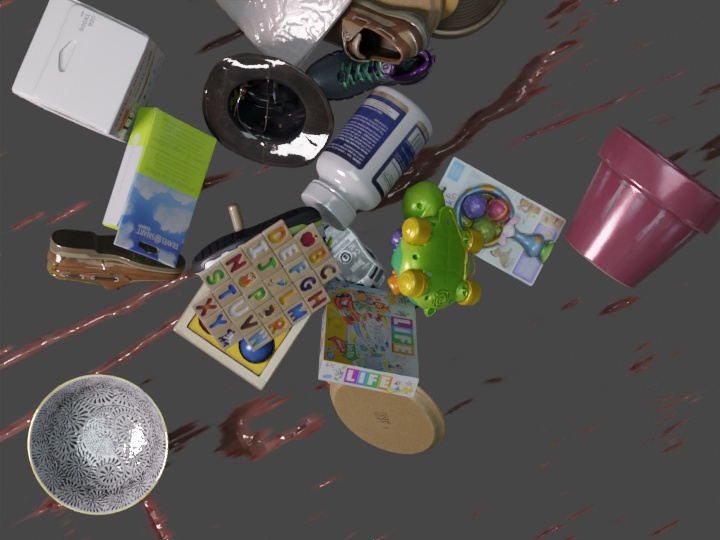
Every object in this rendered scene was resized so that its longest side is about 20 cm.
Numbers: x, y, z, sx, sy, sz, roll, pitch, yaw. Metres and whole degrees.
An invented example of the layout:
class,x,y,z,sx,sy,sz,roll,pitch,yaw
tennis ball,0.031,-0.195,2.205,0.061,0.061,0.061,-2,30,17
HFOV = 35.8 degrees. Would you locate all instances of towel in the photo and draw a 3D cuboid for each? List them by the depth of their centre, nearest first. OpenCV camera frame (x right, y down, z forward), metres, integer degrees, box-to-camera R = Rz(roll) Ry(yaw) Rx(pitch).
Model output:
class,x,y,z,sx,sy,sz,roll,pitch,yaw
towel,-0.116,-0.414,1.609,0.200,0.032,0.191,48,119,3

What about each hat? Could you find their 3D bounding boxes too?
class,x,y,z,sx,sy,sz,roll,pitch,yaw
hat,-0.127,-0.245,1.627,0.198,0.081,0.202,9,128,12

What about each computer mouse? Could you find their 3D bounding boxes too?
class,x,y,z,sx,sy,sz,roll,pitch,yaw
computer mouse,0.000,0.000,1.676,0.109,0.044,0.200,-40,100,3

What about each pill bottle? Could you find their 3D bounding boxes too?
class,x,y,z,sx,sy,sz,roll,pitch,yaw
pill bottle,0.006,-0.159,1.618,0.111,0.111,0.201,39,78,-4

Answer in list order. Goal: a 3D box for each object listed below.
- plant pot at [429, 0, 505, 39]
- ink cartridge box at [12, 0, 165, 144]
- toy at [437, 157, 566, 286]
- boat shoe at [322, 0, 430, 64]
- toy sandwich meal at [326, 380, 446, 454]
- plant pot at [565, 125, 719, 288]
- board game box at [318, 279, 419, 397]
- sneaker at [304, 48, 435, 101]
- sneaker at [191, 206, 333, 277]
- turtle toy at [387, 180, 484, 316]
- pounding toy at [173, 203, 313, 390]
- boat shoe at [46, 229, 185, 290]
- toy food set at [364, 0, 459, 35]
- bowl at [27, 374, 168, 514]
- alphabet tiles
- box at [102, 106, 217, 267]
class,x,y,z,sx,sy,sz,roll,pitch,yaw
plant pot,0.132,-0.450,1.641,0.198,0.093,0.204,0,92,-3
ink cartridge box,-0.373,-0.276,1.560,0.143,0.200,0.149,23,91,-4
toy,0.203,-0.074,1.682,0.199,0.047,0.116,29,90,-5
boat shoe,0.004,-0.339,1.599,0.072,0.199,0.076,-47,133,-30
toy sandwich meal,0.040,0.187,1.639,0.204,0.205,0.071,33,51,-4
plant pot,0.403,-0.083,1.634,0.199,0.200,0.180,35,105,-4
board game box,0.012,0.092,1.570,0.133,0.201,0.035,12,121,-7
sneaker,0.012,-0.300,1.640,0.198,0.088,0.075,-12,93,-3
sneaker,-0.129,-0.019,1.525,0.198,0.072,0.084,-22,106,-13
turtle toy,0.100,-0.033,1.631,0.145,0.101,0.203,10,80,-38
pounding toy,-0.162,0.037,1.615,0.183,0.142,0.201,34,89,-4
boat shoe,-0.360,-0.010,1.644,0.198,0.072,0.069,11,121,-12
toy food set,0.035,-0.413,1.601,0.198,0.200,0.049,42,55,-9
bowl,-0.375,0.246,1.634,0.198,0.094,0.203,0,93,-3
alphabet tiles,-0.126,0.024,1.522,0.199,0.006,0.167,-34,131,-5
box,-0.290,-0.119,1.606,0.121,0.047,0.202,24,81,-46
